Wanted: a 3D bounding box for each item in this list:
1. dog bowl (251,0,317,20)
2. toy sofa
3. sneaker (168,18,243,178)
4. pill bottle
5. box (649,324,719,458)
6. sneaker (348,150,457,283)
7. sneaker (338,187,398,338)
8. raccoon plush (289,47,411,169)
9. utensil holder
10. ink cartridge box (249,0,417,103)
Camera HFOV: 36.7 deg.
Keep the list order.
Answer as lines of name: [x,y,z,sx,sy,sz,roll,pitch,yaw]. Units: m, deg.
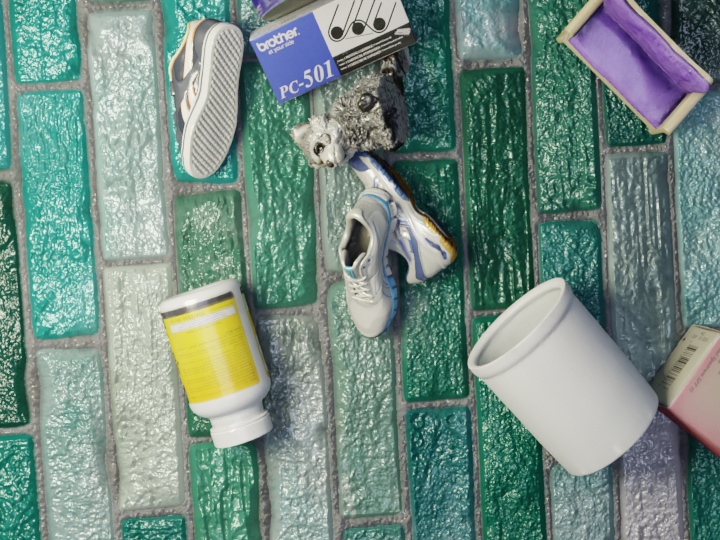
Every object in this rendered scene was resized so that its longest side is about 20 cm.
dog bowl: [-0.051,-0.387,1.349,0.198,0.200,0.080,-24,97,-3]
toy sofa: [0.363,-0.277,1.441,0.200,0.098,0.083,43,88,-6]
sneaker: [-0.205,-0.226,1.410,0.079,0.078,0.203,25,108,37]
pill bottle: [-0.181,0.120,1.407,0.111,0.112,0.203,-17,94,-4]
box: [0.506,0.186,1.469,0.199,0.109,0.129,37,89,-5]
sneaker: [0.038,-0.071,1.437,0.088,0.075,0.201,-40,86,16]
sneaker: [0.000,0.000,1.405,0.074,0.087,0.203,9,115,26]
raccoon plush: [-0.006,-0.204,1.417,0.132,0.201,0.098,-13,118,27]
utensil holder: [0.267,0.140,1.419,0.170,0.170,0.200,-44,97,-1]
ink cartridge box: [-0.035,-0.301,1.401,0.198,0.044,0.095,-23,116,8]
